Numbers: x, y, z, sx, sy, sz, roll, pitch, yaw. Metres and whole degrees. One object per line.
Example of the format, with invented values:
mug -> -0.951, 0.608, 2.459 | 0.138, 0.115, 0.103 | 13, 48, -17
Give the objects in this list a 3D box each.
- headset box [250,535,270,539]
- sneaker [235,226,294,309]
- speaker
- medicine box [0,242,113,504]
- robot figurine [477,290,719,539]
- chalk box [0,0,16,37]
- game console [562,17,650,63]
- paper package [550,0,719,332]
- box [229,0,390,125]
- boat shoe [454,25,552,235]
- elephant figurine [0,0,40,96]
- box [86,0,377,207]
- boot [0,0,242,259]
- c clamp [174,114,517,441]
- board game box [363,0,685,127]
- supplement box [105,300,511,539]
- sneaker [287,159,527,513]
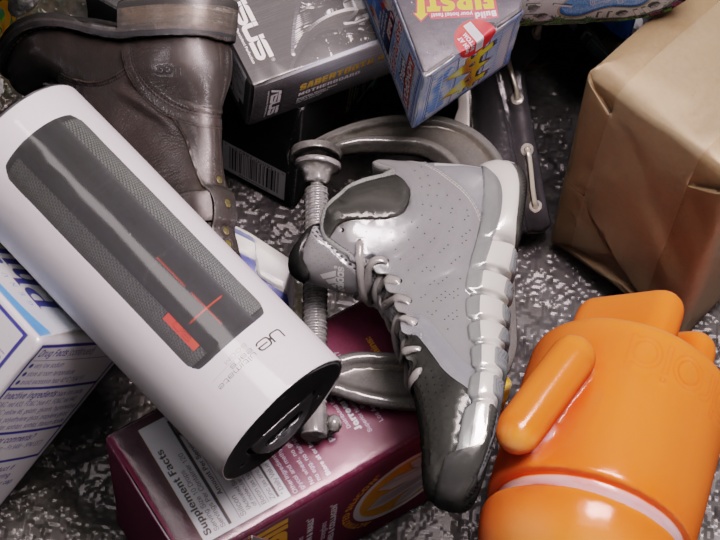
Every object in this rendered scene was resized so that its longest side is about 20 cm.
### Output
headset box -> 0.007, 0.203, 1.086 | 0.148, 0.200, 0.078 | 12, 63, 2
sneaker -> -0.140, 0.022, 1.239 | 0.198, 0.081, 0.116 | 17, 67, 11
speaker -> -0.102, 0.005, 1.074 | 0.081, 0.081, 0.200 | -39, 74, -21
medicine box -> -0.250, 0.042, 1.145 | 0.182, 0.103, 0.200 | 45, 106, 17
robot figurine -> 0.128, 0.106, 1.181 | 0.116, 0.144, 0.201 | 17, 59, 7
chalk box -> -0.252, -0.213, 1.315 | 0.123, 0.125, 0.201 | 25, 65, 8
game console -> 0.124, -0.233, 1.327 | 0.200, 0.119, 0.170 | 48, 40, 17
paper package -> 0.217, -0.089, 1.256 | 0.103, 0.191, 0.200 | 40, 66, 19
box -> -0.031, -0.196, 1.228 | 0.158, 0.048, 0.201 | -21, 70, -15
boat shoe -> 0.081, -0.118, 1.296 | 0.060, 0.074, 0.202 | -2, 84, 7
elephant figurine -> -0.187, -0.179, 1.110 | 0.200, 0.155, 0.142 | -45, 117, -23
box -> -0.048, -0.171, 1.311 | 0.148, 0.124, 0.201 | 28, 66, 8
boot -> -0.129, -0.050, 1.178 | 0.069, 0.199, 0.175 | 2, 86, -41
c clamp -> 0.000, 0.000, 1.161 | 0.170, 0.027, 0.201 | 7, 62, 0
board game box -> 0.071, -0.178, 1.170 | 0.198, 0.062, 0.201 | -3, 67, -6
supplement box -> -0.028, 0.096, 1.186 | 0.199, 0.111, 0.086 | -28, 67, -17
sneaker -> 0.017, 0.026, 1.107 | 0.115, 0.075, 0.201 | 9, 53, 1
